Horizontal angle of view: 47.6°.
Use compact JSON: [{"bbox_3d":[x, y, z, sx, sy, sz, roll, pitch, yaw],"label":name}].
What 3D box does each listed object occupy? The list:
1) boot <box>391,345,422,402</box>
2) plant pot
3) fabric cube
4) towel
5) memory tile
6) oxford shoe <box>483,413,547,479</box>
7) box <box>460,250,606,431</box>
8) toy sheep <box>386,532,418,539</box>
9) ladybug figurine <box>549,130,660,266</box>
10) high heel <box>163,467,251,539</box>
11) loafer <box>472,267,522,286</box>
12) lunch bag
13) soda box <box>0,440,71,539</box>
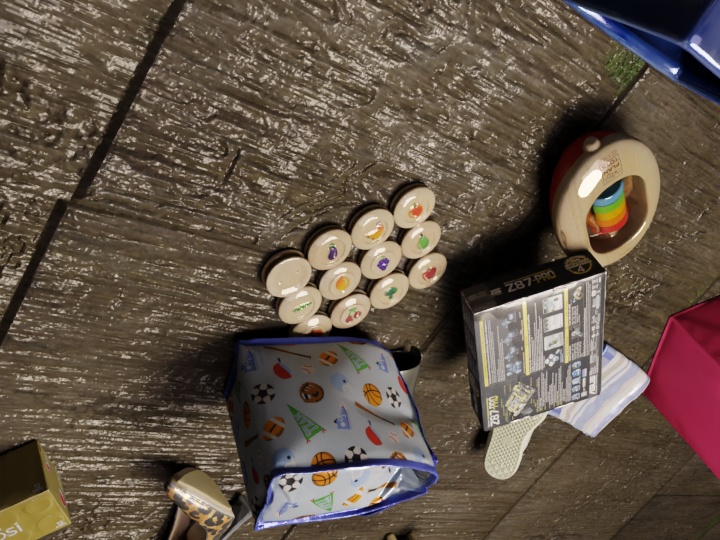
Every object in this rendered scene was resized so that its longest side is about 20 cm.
[{"bbox_3d":[-0.014,0.172,0.978,0.198,0.077,0.140,-22,134,-34],"label":"boot"},{"bbox_3d":[0.321,-0.252,0.692,0.198,0.201,0.182,21,110,-30],"label":"plant pot"},{"bbox_3d":[0.609,0.174,1.306,0.197,0.200,0.199,-19,136,-18],"label":"fabric cube"},{"bbox_3d":[0.381,0.197,1.304,0.147,0.024,0.199,-47,138,11],"label":"towel"},{"bbox_3d":[0.000,0.000,0.858,0.197,0.017,0.155,-27,139,-10],"label":"memory tile"},{"bbox_3d":[0.229,0.213,1.193,0.058,0.074,0.203,-49,157,-61],"label":"oxford shoe"},{"bbox_3d":[0.204,0.088,0.955,0.158,0.049,0.202,-18,130,-6],"label":"box"},{"bbox_3d":[0.072,0.498,1.290,0.136,0.138,0.202,8,123,-39],"label":"toy sheep"},{"bbox_3d":[0.268,-0.086,0.919,0.134,0.072,0.201,-32,140,-3],"label":"ladybug figurine"},{"bbox_3d":[-0.214,0.308,0.954,0.142,0.072,0.200,-40,149,-4],"label":"high heel"},{"bbox_3d":[0.198,0.071,1.017,0.071,0.073,0.201,-30,139,-3],"label":"loafer"},{"bbox_3d":[-0.030,0.165,0.858,0.196,0.172,0.125,-3,139,-25],"label":"lunch bag"},{"bbox_3d":[-0.389,0.245,0.783,0.197,0.064,0.068,-23,138,-15],"label":"soda box"}]
